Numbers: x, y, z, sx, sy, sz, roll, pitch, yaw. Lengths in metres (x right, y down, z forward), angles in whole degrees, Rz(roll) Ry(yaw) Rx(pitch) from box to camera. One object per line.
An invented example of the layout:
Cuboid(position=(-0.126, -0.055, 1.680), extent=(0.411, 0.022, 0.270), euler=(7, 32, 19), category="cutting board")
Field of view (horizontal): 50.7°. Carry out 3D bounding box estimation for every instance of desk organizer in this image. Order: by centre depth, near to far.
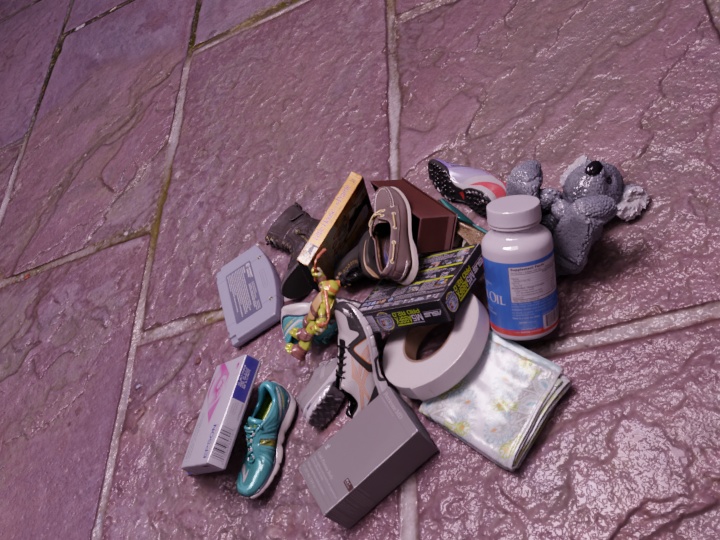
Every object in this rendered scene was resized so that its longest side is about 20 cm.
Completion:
Cuboid(position=(0.090, -0.103, 1.391), extent=(0.075, 0.073, 0.200), euler=(-6, 27, -27), category="desk organizer")

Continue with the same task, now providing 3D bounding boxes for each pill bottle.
Cuboid(position=(0.244, -0.007, 1.169), extent=(0.109, 0.205, 0.113), euler=(-9, 20, 3), category="pill bottle")

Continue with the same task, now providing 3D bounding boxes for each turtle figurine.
Cuboid(position=(-0.074, 0.067, 1.329), extent=(0.163, 0.063, 0.202), euler=(-58, 24, 30), category="turtle figurine")

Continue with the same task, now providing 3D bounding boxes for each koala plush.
Cuboid(position=(0.354, -0.108, 1.233), extent=(0.176, 0.186, 0.199), euler=(32, 58, 33), category="koala plush")

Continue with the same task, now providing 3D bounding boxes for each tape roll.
Cuboid(position=(0.121, 0.116, 1.247), extent=(0.201, 0.037, 0.205), euler=(-34, 30, 22), category="tape roll")

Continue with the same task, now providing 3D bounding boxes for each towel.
Cuboid(position=(0.205, 0.191, 1.178), extent=(0.198, 0.048, 0.173), euler=(27, 76, 41), category="towel")

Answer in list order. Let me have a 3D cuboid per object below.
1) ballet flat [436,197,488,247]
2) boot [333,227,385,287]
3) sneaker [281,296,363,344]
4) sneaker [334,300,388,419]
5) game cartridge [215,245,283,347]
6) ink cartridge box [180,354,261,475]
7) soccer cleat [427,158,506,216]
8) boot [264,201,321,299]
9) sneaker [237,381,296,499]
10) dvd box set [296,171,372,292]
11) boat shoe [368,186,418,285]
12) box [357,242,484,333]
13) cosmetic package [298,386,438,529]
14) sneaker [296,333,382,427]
Cuboid(position=(0.186, -0.061, 1.352), extent=(0.200, 0.070, 0.066), euler=(44, 109, 47), category="ballet flat")
Cuboid(position=(0.000, 0.000, 1.381), extent=(0.138, 0.078, 0.200), euler=(-42, 9, 19), category="boot")
Cuboid(position=(-0.062, 0.096, 1.411), extent=(0.196, 0.077, 0.082), euler=(-14, 71, 31), category="sneaker")
Cuboid(position=(-0.010, 0.152, 1.245), extent=(0.078, 0.205, 0.073), euler=(-19, 4, -19), category="sneaker")
Cuboid(position=(-0.225, 0.047, 1.560), extent=(0.131, 0.042, 0.202), euler=(-29, 49, 7), category="game cartridge")
Cuboid(position=(-0.262, 0.263, 1.371), extent=(0.199, 0.043, 0.200), euler=(-26, 42, 54), category="ink cartridge box")
Cuboid(position=(0.202, -0.164, 1.418), extent=(0.072, 0.069, 0.199), euler=(-29, 39, -21), category="soccer cleat")
Cuboid(position=(-0.139, -0.044, 1.554), extent=(0.172, 0.070, 0.202), euler=(18, 65, 44), category="boot")
Cuboid(position=(-0.178, 0.292, 1.324), extent=(0.076, 0.080, 0.204), euler=(-3, 59, 31), category="sneaker")
Cuboid(position=(-0.046, -0.070, 1.450), extent=(0.029, 0.147, 0.202), euler=(26, 74, 18), category="dvd box set")
Cuboid(position=(0.048, -0.069, 1.299), extent=(0.072, 0.058, 0.204), euler=(-44, 43, 41), category="boat shoe")
Cuboid(position=(0.101, 0.033, 1.279), extent=(0.197, 0.045, 0.161), euler=(-14, 25, 43), category="box")
Cuboid(position=(0.013, 0.296, 1.204), extent=(0.200, 0.090, 0.107), euler=(-45, 45, 3), category="cosmetic package")
Cuboid(position=(-0.043, 0.171, 1.331), extent=(0.201, 0.075, 0.082), euler=(-48, 45, -7), category="sneaker")
